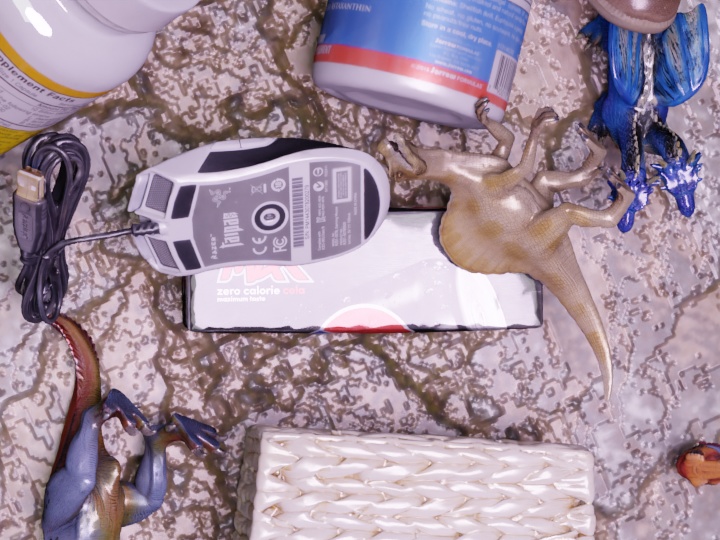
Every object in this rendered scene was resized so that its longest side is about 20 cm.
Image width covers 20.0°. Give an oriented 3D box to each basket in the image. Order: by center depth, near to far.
[{"bbox_3d":[0.026,0.150,1.120,0.200,0.136,0.124,5,86,-7],"label":"basket"}]

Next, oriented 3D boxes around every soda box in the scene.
[{"bbox_3d":[0.000,0.000,1.149,0.200,0.063,0.071,-1,91,-7],"label":"soda box"}]

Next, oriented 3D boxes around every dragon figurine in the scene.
[{"bbox_3d":[0.161,-0.121,1.150,0.059,0.099,0.201,1,90,-8],"label":"dragon figurine"}]

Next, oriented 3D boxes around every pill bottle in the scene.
[{"bbox_3d":[-0.174,-0.127,1.026,0.200,0.113,0.113,-24,95,36],"label":"pill bottle"},{"bbox_3d":[0.047,-0.187,1.129,0.112,0.112,0.200,13,88,-7],"label":"pill bottle"}]

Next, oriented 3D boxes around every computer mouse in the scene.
[{"bbox_3d":[-0.085,-0.032,1.077,0.200,0.044,0.110,-7,124,-12],"label":"computer mouse"}]

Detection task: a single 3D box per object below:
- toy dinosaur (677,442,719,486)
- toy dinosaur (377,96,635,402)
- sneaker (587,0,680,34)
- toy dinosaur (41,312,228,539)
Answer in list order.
[{"bbox_3d":[0.280,0.130,1.171,0.181,0.105,0.200,-13,104,12],"label":"toy dinosaur"},{"bbox_3d":[0.096,-0.028,1.109,0.101,0.058,0.200,-41,111,16],"label":"toy dinosaur"},{"bbox_3d":[0.150,-0.229,1.122,0.070,0.076,0.200,5,63,-17],"label":"sneaker"},{"bbox_3d":[-0.147,0.156,1.143,0.105,0.200,0.182,16,115,-43],"label":"toy dinosaur"}]
